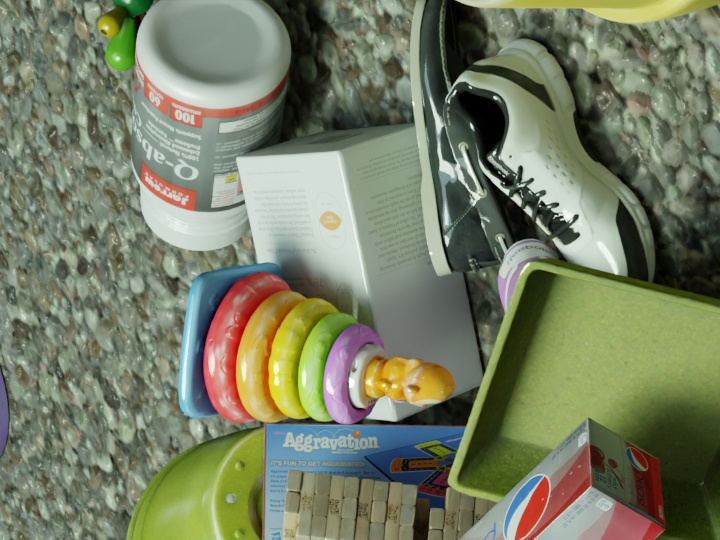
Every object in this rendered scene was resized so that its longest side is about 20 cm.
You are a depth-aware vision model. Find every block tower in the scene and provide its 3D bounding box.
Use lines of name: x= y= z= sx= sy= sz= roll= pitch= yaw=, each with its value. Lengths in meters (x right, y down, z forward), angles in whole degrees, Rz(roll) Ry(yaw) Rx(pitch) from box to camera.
block tower: x=0.045 y=0.184 z=1.571 sx=0.058 sy=0.199 sz=0.054 roll=95 pitch=-179 yaw=-53

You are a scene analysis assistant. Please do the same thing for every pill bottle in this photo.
pill bottle: x=-0.117 y=-0.111 z=1.734 sx=0.116 sy=0.116 sz=0.200 roll=48 pitch=152 yaw=25

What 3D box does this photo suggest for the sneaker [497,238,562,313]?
sneaker: x=0.142 y=0.068 z=1.573 sx=0.114 sy=0.072 sz=0.201 roll=-105 pitch=0 yaw=-56

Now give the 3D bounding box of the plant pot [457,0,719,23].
plant pot: x=0.129 y=-0.238 z=1.346 sx=0.200 sy=0.188 sz=0.202 roll=22 pitch=121 yaw=43

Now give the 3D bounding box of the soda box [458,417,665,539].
soda box: x=0.112 y=0.190 z=1.485 sx=0.063 sy=0.070 sz=0.200 roll=30 pitch=124 yaw=-19

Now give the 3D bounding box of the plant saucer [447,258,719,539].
plant saucer: x=0.176 y=0.079 z=1.471 sx=0.199 sy=0.048 sz=0.200 roll=14 pitch=127 yaw=-3

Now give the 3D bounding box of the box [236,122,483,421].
box: x=0.000 y=0.000 z=1.676 sx=0.124 sy=0.097 sz=0.201 roll=1 pitch=105 yaw=50

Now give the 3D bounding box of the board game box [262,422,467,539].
board game box: x=0.030 y=0.162 z=1.622 sx=0.019 sy=0.199 sz=0.104 roll=101 pitch=170 yaw=-72

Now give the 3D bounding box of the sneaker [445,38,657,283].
sneaker: x=0.124 y=-0.056 z=1.519 sx=0.201 sy=0.080 sz=0.074 roll=59 pitch=139 yaw=11

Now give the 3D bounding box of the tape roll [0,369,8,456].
tape roll: x=-0.441 y=0.119 z=2.270 sx=0.200 sy=0.085 sz=0.201 roll=23 pitch=122 yaw=42

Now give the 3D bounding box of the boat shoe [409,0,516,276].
boat shoe: x=0.073 y=-0.099 z=1.588 sx=0.067 sy=0.072 sz=0.201 roll=-7 pitch=95 yaw=14

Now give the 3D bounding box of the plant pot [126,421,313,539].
plant pot: x=-0.065 y=0.200 z=1.718 sx=0.201 sy=0.200 sz=0.193 roll=62 pitch=159 yaw=10

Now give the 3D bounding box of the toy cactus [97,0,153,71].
toy cactus: x=-0.150 y=-0.251 z=1.774 sx=0.200 sy=0.102 sz=0.166 roll=-63 pitch=39 yaw=46

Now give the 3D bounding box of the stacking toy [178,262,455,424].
stacking toy: x=-0.021 y=0.066 z=1.587 sx=0.199 sy=0.116 sz=0.110 roll=11 pitch=101 yaw=30
